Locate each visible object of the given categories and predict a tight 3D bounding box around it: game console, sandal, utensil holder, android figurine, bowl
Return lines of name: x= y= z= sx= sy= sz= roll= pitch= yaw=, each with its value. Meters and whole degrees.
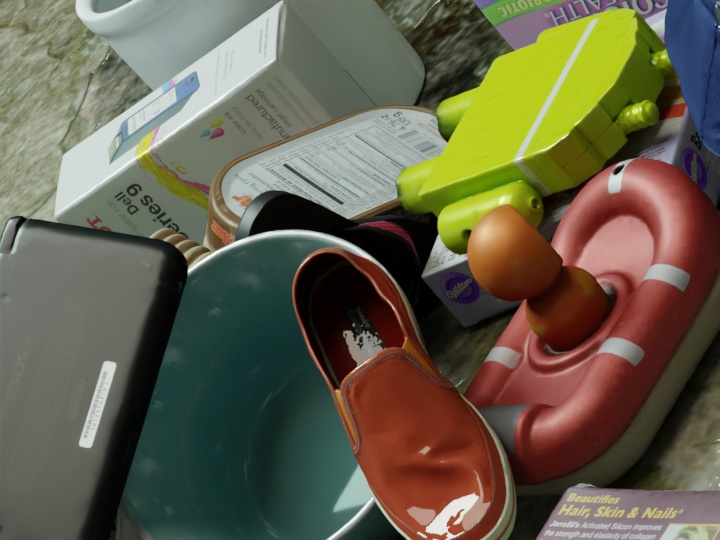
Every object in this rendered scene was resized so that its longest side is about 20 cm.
game console: x=-0.180 y=0.083 z=1.671 sx=0.175 sy=0.116 sz=0.201 roll=9 pitch=75 yaw=25
sandal: x=0.000 y=0.000 z=1.727 sx=0.045 sy=0.200 sz=0.076 roll=16 pitch=91 yaw=36
utensil holder: x=-0.075 y=-0.166 z=2.064 sx=0.169 sy=0.200 sz=0.170 roll=-34 pitch=24 yaw=18
android figurine: x=0.109 y=-0.088 z=1.720 sx=0.199 sy=0.041 sz=0.183 roll=-18 pitch=34 yaw=46
bowl: x=-0.032 y=0.090 z=1.633 sx=0.200 sy=0.105 sz=0.202 roll=-13 pitch=62 yaw=25

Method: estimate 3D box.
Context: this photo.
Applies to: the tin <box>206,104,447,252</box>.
tin: x=-0.007 y=-0.051 z=1.837 sx=0.199 sy=0.042 sz=0.112 roll=-23 pitch=37 yaw=-33

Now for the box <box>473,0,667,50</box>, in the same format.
box: x=0.189 y=-0.239 z=1.899 sx=0.175 sy=0.097 sz=0.201 roll=-19 pitch=33 yaw=43

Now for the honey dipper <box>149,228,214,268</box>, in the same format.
honey dipper: x=-0.053 y=0.027 z=1.780 sx=0.199 sy=0.038 sz=0.038 roll=27 pitch=68 yaw=33

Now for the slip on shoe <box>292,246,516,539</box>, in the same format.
slip on shoe: x=0.017 y=0.069 z=1.514 sx=0.074 sy=0.061 sz=0.201 roll=-34 pitch=58 yaw=10

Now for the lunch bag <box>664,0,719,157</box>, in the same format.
lunch bag: x=0.240 y=-0.150 z=1.564 sx=0.135 sy=0.133 sz=0.200 roll=-3 pitch=28 yaw=-5

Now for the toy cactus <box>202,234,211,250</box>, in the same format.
toy cactus: x=-0.083 y=0.023 z=1.868 sx=0.199 sy=0.102 sz=0.166 roll=4 pitch=68 yaw=41

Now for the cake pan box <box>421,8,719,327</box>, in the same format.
cake pan box: x=0.139 y=-0.068 z=1.751 sx=0.199 sy=0.052 sz=0.185 roll=-24 pitch=28 yaw=38

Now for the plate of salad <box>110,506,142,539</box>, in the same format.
plate of salad: x=-0.144 y=0.115 z=1.747 sx=0.048 sy=0.201 sz=0.201 roll=5 pitch=33 yaw=0

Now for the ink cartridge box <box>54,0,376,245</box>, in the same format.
ink cartridge box: x=-0.087 y=-0.061 z=1.973 sx=0.199 sy=0.145 sz=0.088 roll=-32 pitch=27 yaw=21

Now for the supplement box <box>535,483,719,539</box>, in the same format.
supplement box: x=0.113 y=0.200 z=1.271 sx=0.131 sy=0.103 sz=0.200 roll=-5 pitch=44 yaw=55

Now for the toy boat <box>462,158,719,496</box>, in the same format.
toy boat: x=0.108 y=0.015 z=1.555 sx=0.130 sy=0.131 sz=0.201 roll=-8 pitch=41 yaw=52
